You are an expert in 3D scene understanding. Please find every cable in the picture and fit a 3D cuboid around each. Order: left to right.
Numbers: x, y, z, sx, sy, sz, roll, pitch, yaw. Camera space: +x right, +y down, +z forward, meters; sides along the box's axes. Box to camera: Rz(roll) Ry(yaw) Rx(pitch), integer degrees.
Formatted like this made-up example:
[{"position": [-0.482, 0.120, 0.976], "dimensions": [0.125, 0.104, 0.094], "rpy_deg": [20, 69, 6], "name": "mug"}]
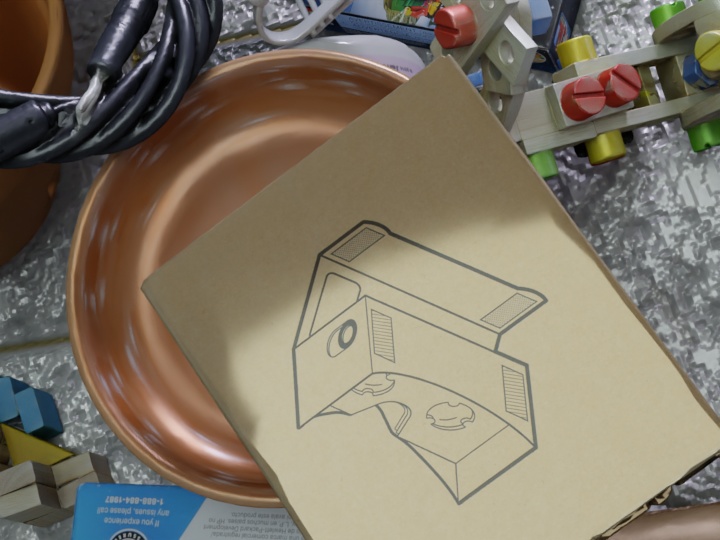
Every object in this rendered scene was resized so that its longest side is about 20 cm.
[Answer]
[{"position": [-0.154, -0.132, 0.799], "dimensions": [0.162, 0.051, 0.201], "rpy_deg": [-25, 57, -3], "name": "cable"}]

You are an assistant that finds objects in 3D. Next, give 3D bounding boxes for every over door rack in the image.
[{"position": [0.015, -0.209, 0.839], "dimensions": [0.199, 0.067, 0.148], "rpy_deg": [-32, 40, 8], "name": "over door rack"}]

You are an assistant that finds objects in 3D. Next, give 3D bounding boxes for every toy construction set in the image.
[{"position": [0.113, -0.089, 0.802], "dimensions": [0.199, 0.131, 0.093], "rpy_deg": [1, 80, -27], "name": "toy construction set"}]

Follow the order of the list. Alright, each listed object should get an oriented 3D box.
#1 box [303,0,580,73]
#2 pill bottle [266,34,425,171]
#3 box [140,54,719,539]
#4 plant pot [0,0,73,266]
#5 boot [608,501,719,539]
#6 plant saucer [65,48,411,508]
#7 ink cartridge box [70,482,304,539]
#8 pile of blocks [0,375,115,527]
[{"position": [0.061, -0.212, 0.912], "dimensions": [0.136, 0.038, 0.201], "rpy_deg": [13, 80, 19], "name": "box"}, {"position": [0.000, 0.000, 0.838], "dimensions": [0.112, 0.112, 0.201], "rpy_deg": [-17, 72, 12], "name": "pill bottle"}, {"position": [0.026, 0.037, 0.712], "dimensions": [0.163, 0.021, 0.200], "rpy_deg": [-36, 71, 3], "name": "box"}, {"position": [-0.234, -0.079, 0.895], "dimensions": [0.199, 0.140, 0.201], "rpy_deg": [-2, 63, 3], "name": "plant pot"}, {"position": [0.131, 0.184, 0.779], "dimensions": [0.199, 0.066, 0.176], "rpy_deg": [-2, 76, 15], "name": "boot"}, {"position": [-0.030, 0.004, 0.766], "dimensions": [0.199, 0.037, 0.202], "rpy_deg": [-4, 75, 14], "name": "plant saucer"}, {"position": [-0.062, 0.203, 0.810], "dimensions": [0.146, 0.086, 0.201], "rpy_deg": [-1, 77, 27], "name": "ink cartridge box"}, {"position": [-0.219, 0.073, 0.912], "dimensions": [0.199, 0.062, 0.083], "rpy_deg": [15, 81, 19], "name": "pile of blocks"}]
